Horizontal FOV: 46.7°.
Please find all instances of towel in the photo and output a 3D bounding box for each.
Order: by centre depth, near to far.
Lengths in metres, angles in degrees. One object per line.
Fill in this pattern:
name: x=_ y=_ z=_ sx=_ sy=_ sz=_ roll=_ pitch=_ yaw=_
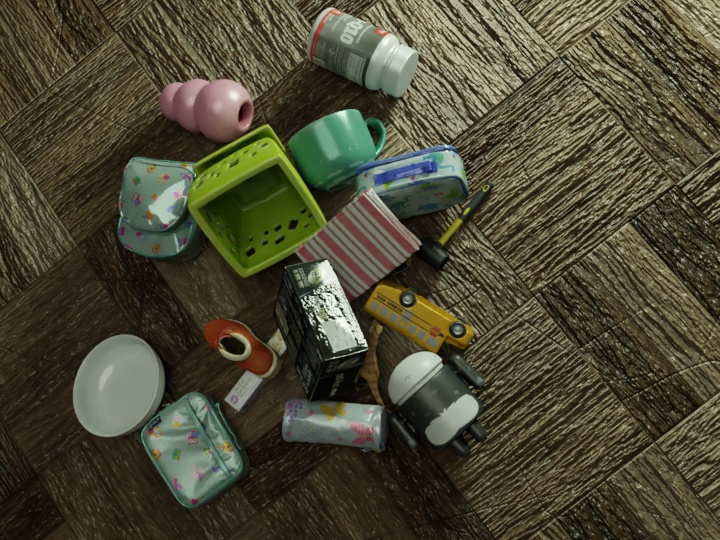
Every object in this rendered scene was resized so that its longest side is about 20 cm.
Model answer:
towel: x=-0.006 y=-0.041 z=1.525 sx=0.200 sy=0.030 sz=0.146 roll=-38 pitch=103 yaw=27

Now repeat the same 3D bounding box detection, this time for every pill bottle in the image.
pill bottle: x=0.006 y=-0.424 z=1.632 sx=0.200 sy=0.114 sz=0.114 roll=27 pitch=87 yaw=13

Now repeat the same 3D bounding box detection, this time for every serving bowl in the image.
serving bowl: x=-0.461 y=0.230 z=1.631 sx=0.200 sy=0.066 sz=0.201 roll=-8 pitch=67 yaw=20

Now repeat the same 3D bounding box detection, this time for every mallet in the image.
mallet: x=0.178 y=-0.096 z=1.593 sx=0.066 sy=0.041 sz=0.200 roll=32 pitch=83 yaw=16

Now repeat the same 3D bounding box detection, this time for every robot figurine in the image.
robot figurine: x=0.140 y=0.240 z=1.499 sx=0.200 sy=0.125 sz=0.150 roll=48 pitch=50 yaw=8

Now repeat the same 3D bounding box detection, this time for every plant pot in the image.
plant pot: x=-0.199 y=-0.143 z=1.572 sx=0.199 sy=0.200 sz=0.182 roll=-28 pitch=39 yaw=6

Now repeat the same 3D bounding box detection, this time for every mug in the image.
mug: x=-0.033 y=-0.227 z=1.589 sx=0.185 sy=0.152 sz=0.115 roll=-25 pitch=85 yaw=4

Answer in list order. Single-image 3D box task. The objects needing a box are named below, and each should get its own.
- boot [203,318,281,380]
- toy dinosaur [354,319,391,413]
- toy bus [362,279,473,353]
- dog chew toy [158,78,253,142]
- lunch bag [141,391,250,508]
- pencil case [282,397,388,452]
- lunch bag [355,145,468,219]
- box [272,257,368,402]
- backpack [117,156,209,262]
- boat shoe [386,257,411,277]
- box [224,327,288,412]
boot: x=-0.246 y=0.132 z=1.577 sx=0.200 sy=0.107 sz=0.075 roll=24 pitch=83 yaw=39
toy dinosaur: x=0.016 y=0.192 z=1.554 sx=0.106 sy=0.060 sz=0.201 roll=7 pitch=113 yaw=42
toy bus: x=0.109 y=0.089 z=1.544 sx=0.200 sy=0.065 sz=0.078 roll=31 pitch=99 yaw=2
dog chew toy: x=-0.317 y=-0.329 z=1.679 sx=0.200 sy=0.125 sz=0.125 roll=15 pitch=84 yaw=21
lunch bag: x=-0.313 y=0.336 z=1.592 sx=0.160 sy=0.077 sz=0.200 roll=-36 pitch=77 yaw=3
pencil case: x=-0.046 y=0.287 z=1.549 sx=0.199 sy=0.091 sz=0.083 roll=5 pitch=42 yaw=10
lunch bag: x=0.097 y=-0.161 z=1.547 sx=0.199 sy=0.161 sz=0.083 roll=-13 pitch=73 yaw=14
box: x=-0.076 y=0.108 z=1.502 sx=0.086 sy=0.164 sz=0.200 roll=-12 pitch=59 yaw=-24
backpack: x=-0.387 y=-0.117 z=1.642 sx=0.175 sy=0.153 sz=0.201 roll=8 pitch=90 yaw=7
boat shoe: x=0.000 y=0.000 z=1.595 sx=0.200 sy=0.062 sz=0.075 roll=-21 pitch=80 yaw=8
box: x=-0.184 y=0.183 z=1.611 sx=0.041 sy=0.039 sz=0.200 roll=38 pitch=90 yaw=16
